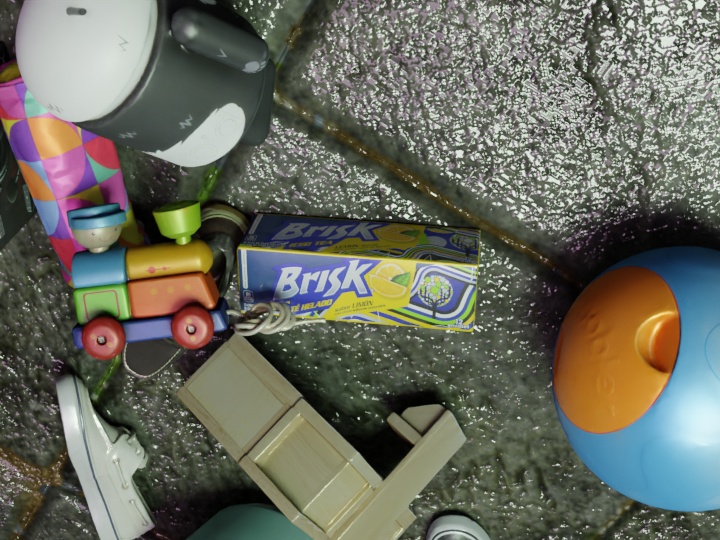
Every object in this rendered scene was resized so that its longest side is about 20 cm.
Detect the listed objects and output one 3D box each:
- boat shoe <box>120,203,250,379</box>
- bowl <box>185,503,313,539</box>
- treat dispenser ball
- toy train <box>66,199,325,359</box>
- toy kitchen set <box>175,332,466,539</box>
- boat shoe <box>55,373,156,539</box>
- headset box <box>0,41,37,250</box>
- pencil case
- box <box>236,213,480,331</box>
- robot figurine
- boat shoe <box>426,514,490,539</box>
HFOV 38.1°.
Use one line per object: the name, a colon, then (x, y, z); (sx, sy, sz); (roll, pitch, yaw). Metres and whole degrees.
boat shoe: (-0.166, 0.028, 0.923); (0.073, 0.065, 0.201); (30, 119, -7)
bowl: (-0.098, 0.309, 1.033); (0.199, 0.105, 0.202); (14, 134, 15)
treat dispenser ball: (0.248, 0.083, 0.807); (0.199, 0.201, 0.203); (4, 120, 7)
toy train: (-0.132, -0.004, 0.828); (0.198, 0.085, 0.117); (-7, 103, -1)
toy kitchen set: (-0.024, 0.148, 0.977); (0.163, 0.180, 0.200); (-45, 148, -9)
boat shoe: (-0.247, 0.184, 1.033); (0.069, 0.071, 0.202); (-17, 115, -13)
headset box: (-0.336, -0.075, 0.814); (0.076, 0.201, 0.150); (-1, 119, 10)
pencil case: (-0.237, -0.082, 0.865); (0.087, 0.089, 0.202); (-7, 120, 13)
box: (0.000, 0.000, 0.877); (0.198, 0.070, 0.065); (4, 118, 7)
robot figurine: (-0.148, -0.150, 0.750); (0.150, 0.125, 0.199); (-43, 145, 23)
boat shoe: (0.102, 0.340, 1.055); (0.073, 0.068, 0.201); (1, 119, 8)
